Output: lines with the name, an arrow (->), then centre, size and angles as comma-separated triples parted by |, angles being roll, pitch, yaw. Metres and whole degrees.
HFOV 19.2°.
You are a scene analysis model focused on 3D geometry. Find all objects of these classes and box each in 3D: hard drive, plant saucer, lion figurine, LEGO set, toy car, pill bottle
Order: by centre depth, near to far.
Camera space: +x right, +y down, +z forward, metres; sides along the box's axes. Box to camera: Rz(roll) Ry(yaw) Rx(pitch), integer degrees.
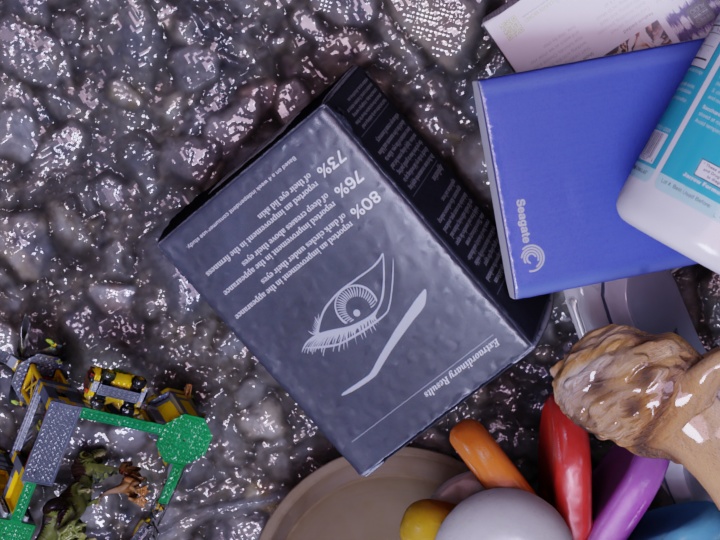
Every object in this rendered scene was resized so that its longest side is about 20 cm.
pill bottle -> 0.237, -0.093, 1.207 | 0.111, 0.111, 0.200 | 29, 95, -1
lion figurine -> 0.209, 0.099, 1.216 | 0.122, 0.072, 0.200 | -41, 88, 19
hard drive -> 0.176, -0.067, 1.276 | 0.199, 0.025, 0.132 | -11, 96, -7
toy car -> 0.133, 0.155, 1.293 | 0.200, 0.175, 0.150 | 24, 89, -4
plant saucer -> 0.024, 0.214, 1.383 | 0.199, 0.029, 0.201 | 2, 77, -10
LEGO set -> -0.194, 0.133, 1.407 | 0.153, 0.116, 0.200 | 7, 111, -26

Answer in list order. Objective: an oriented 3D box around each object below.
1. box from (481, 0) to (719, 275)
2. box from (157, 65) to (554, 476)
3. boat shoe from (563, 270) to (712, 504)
box -> 0.189, -0.113, 1.323 | 0.144, 0.036, 0.200 | -33, 97, 13
box -> 0.000, 0.000, 1.327 | 0.148, 0.104, 0.200 | -37, 98, 21
boat shoe -> 0.184, 0.073, 1.358 | 0.065, 0.074, 0.200 | -1, 117, 42
